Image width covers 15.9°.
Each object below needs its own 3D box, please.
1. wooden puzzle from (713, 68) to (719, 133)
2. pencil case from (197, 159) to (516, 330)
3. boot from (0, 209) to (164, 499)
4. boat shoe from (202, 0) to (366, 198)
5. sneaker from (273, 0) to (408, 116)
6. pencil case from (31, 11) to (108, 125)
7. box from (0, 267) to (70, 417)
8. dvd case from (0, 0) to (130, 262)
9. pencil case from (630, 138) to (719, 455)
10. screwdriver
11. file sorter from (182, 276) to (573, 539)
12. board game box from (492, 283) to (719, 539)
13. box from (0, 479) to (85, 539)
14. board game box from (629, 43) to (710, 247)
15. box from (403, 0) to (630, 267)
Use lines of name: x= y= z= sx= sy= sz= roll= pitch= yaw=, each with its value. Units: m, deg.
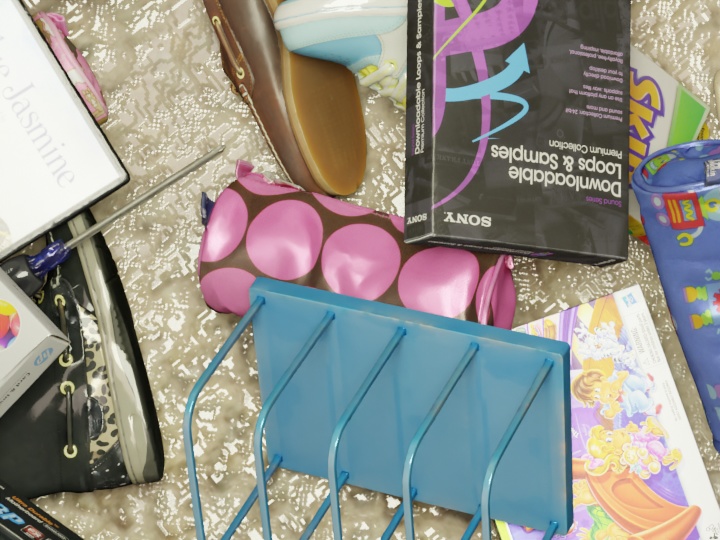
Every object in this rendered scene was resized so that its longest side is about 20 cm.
wooden puzzle: x=0.330 y=-0.052 z=1.603 sx=0.198 sy=0.046 sz=0.187 roll=-7 pitch=83 yaw=0
pencil case: x=0.000 y=0.000 z=1.559 sx=0.199 sy=0.091 sz=0.094 roll=15 pitch=80 yaw=16
boot: x=-0.216 y=0.051 z=1.588 sx=0.153 sy=0.073 sz=0.205 roll=-17 pitch=82 yaw=2
boat shoe: x=-0.054 y=-0.138 z=1.613 sx=0.070 sy=0.070 sz=0.201 roll=-15 pitch=90 yaw=36
sneaker: x=0.041 y=-0.103 z=1.576 sx=0.199 sy=0.079 sz=0.132 roll=3 pitch=85 yaw=-20
pencil case: x=-0.251 y=-0.077 z=1.598 sx=0.199 sy=0.083 sz=0.087 roll=-34 pitch=104 yaw=-3
box: x=-0.292 y=0.058 z=1.497 sx=0.156 sy=0.041 sz=0.200 roll=44 pitch=94 yaw=15
dvd case: x=-0.258 y=-0.062 z=1.548 sx=0.199 sy=0.018 sz=0.143 roll=-32 pitch=94 yaw=-4
pencil case: x=0.228 y=0.015 z=1.544 sx=0.086 sy=0.078 sz=0.201 roll=-13 pitch=111 yaw=16
screwdriver: x=-0.163 y=-0.024 z=1.541 sx=0.199 sy=0.029 sz=0.028 roll=-34 pitch=116 yaw=8
file sorter: x=0.010 y=0.111 z=1.494 sx=0.199 sy=0.139 sz=0.123 roll=12 pitch=39 yaw=21
board game box: x=0.142 y=0.126 z=1.585 sx=0.134 sy=0.045 sz=0.201 roll=-19 pitch=83 yaw=-1
box: x=-0.233 y=0.208 z=1.530 sx=0.199 sy=0.046 sz=0.160 roll=32 pitch=112 yaw=17
board game box: x=0.133 y=-0.105 z=1.572 sx=0.200 sy=0.030 sz=0.096 roll=36 pitch=69 yaw=-25
box: x=0.095 y=-0.108 z=1.514 sx=0.142 sy=0.036 sz=0.202 roll=6 pitch=82 yaw=-30
